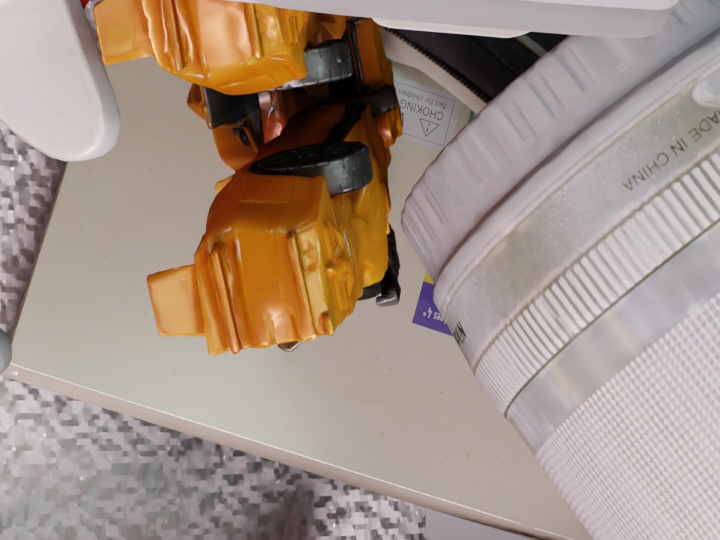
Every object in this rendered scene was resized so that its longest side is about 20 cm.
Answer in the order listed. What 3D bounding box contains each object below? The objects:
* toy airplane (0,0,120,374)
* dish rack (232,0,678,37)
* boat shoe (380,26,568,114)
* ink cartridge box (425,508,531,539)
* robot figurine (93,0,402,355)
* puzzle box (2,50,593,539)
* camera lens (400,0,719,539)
[{"bbox_3d":[-0.155,-0.049,0.658,0.199,0.141,0.200,25,85,-4],"label":"toy airplane"},{"bbox_3d":[-0.012,-0.128,0.624,0.171,0.044,0.200,1,47,-41],"label":"dish rack"},{"bbox_3d":[0.067,-0.079,0.798,0.200,0.063,0.073,29,49,0],"label":"boat shoe"},{"bbox_3d":[0.124,0.054,0.925,0.200,0.083,0.147,2,86,-40],"label":"ink cartridge box"},{"bbox_3d":[-0.024,-0.050,0.698,0.200,0.058,0.145,-72,152,-77],"label":"robot figurine"},{"bbox_3d":[0.000,0.000,0.803,0.200,0.025,0.133,19,74,-9],"label":"puzzle box"},{"bbox_3d":[0.126,0.024,0.696,0.160,0.160,0.200,-28,77,-38],"label":"camera lens"}]
